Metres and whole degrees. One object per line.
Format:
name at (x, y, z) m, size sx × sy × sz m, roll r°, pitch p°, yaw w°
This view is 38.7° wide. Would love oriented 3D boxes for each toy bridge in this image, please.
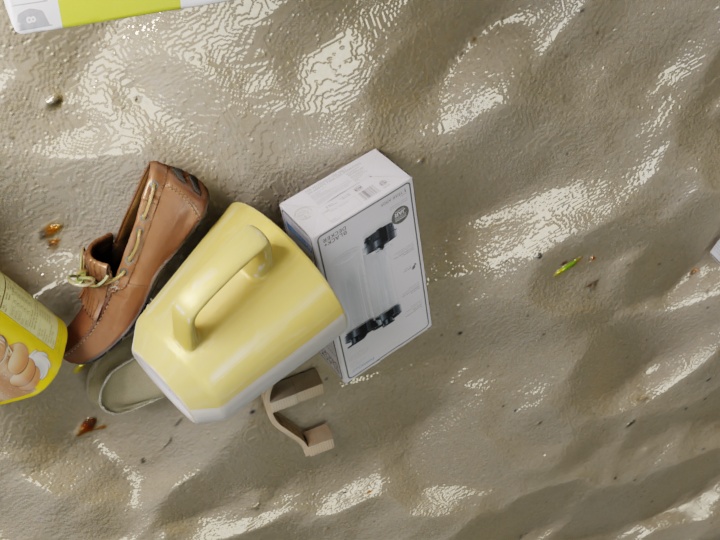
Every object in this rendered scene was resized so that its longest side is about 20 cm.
toy bridge at (-0.073, 0.129, 1.097) m, size 0.066 × 0.027 × 0.202 m, roll -19°, pitch 133°, yaw -11°

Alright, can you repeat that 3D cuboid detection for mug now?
mug at (-0.121, 0.035, 0.874) m, size 0.153 × 0.149 × 0.188 m, roll -43°, pitch 134°, yaw -16°

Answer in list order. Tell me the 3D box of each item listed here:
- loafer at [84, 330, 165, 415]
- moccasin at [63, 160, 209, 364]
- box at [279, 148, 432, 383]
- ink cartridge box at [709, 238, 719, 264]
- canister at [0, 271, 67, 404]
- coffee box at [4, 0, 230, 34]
loafer at (-0.170, 0.084, 0.977) m, size 0.198 × 0.069 × 0.076 m, roll -29°, pitch 136°, yaw -1°
moccasin at (-0.209, -0.004, 0.879) m, size 0.077 × 0.074 × 0.202 m, roll 25°, pitch 117°, yaw -30°
box at (0.000, 0.000, 0.981) m, size 0.116 × 0.060 × 0.202 m, roll -32°, pitch 137°, yaw -19°
ink cartridge box at (0.546, -0.070, 1.234) m, size 0.194 × 0.044 × 0.202 m, roll 14°, pitch 118°, yaw -34°
canister at (-0.346, 0.030, 0.804) m, size 0.146 × 0.088 × 0.200 m, roll -13°, pitch 143°, yaw 22°
coffee box at (-0.129, -0.286, 0.581) m, size 0.194 × 0.201 × 0.202 m, roll -13°, pitch 134°, yaw -17°
